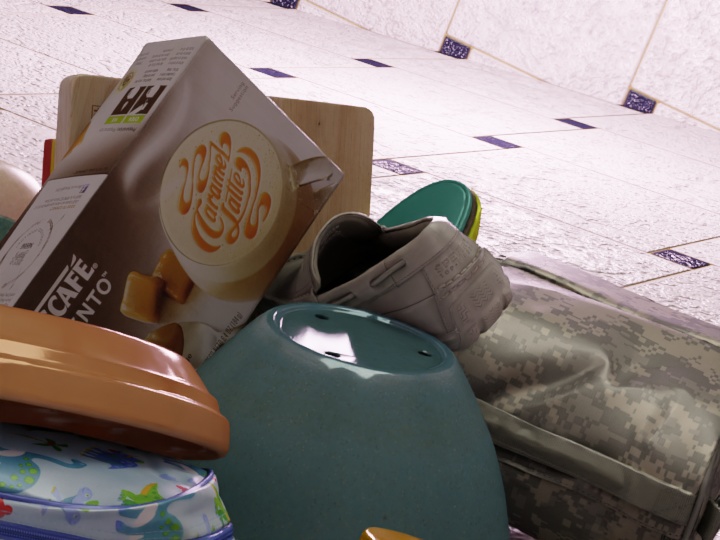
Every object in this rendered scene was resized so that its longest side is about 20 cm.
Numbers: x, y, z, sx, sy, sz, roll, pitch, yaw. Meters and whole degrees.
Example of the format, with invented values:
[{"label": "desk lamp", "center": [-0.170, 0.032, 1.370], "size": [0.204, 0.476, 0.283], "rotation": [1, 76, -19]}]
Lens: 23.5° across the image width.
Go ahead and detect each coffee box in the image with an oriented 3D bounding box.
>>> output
[{"label": "coffee box", "center": [-0.114, -0.007, 0.899], "size": [0.114, 0.201, 0.079], "rotation": [44, -20, -28]}]

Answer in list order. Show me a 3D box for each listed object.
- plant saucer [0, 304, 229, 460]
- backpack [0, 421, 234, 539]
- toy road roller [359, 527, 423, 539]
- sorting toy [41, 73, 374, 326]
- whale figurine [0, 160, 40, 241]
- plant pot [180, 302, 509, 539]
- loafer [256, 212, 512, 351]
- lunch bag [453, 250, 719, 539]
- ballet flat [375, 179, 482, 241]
[{"label": "plant saucer", "center": [-0.148, 0.042, 0.694], "size": [0.198, 0.038, 0.200], "rotation": [8, -12, 2]}, {"label": "backpack", "center": [-0.143, 0.117, 0.646], "size": [0.199, 0.155, 0.163], "rotation": [28, -3, 7]}, {"label": "toy road roller", "center": [0.060, 0.189, 0.584], "size": [0.145, 0.124, 0.200], "rotation": [20, 8, -38]}, {"label": "sorting toy", "center": [-0.096, -0.001, 1.003], "size": [0.197, 0.202, 0.069], "rotation": [3, 1, -34]}, {"label": "whale figurine", "center": [-0.263, -0.017, 1.137], "size": [0.158, 0.105, 0.200], "rotation": [14, -10, 8]}, {"label": "plant pot", "center": [-0.014, 0.094, 0.819], "size": [0.198, 0.136, 0.200], "rotation": [13, 15, -3]}, {"label": "loafer", "center": [0.000, 0.000, 0.907], "size": [0.070, 0.070, 0.199], "rotation": [-47, 23, -28]}, {"label": "lunch bag", "center": [0.114, 0.081, 0.953], "size": [0.199, 0.141, 0.168], "rotation": [24, 11, 17]}, {"label": "ballet flat", "center": [0.006, 0.035, 1.003], "size": [0.066, 0.200, 0.067], "rotation": [22, -27, 37]}]
